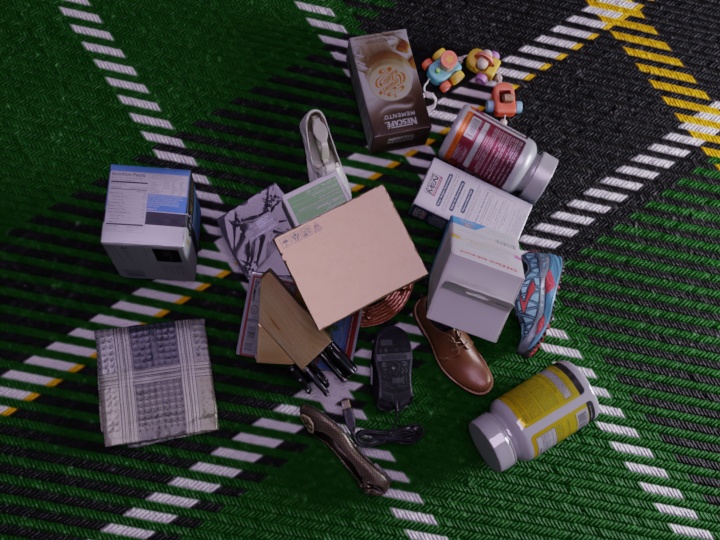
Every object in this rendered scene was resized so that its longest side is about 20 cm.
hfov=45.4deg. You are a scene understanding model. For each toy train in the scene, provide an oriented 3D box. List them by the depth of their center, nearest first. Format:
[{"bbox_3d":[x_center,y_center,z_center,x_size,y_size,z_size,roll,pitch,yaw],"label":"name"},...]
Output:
[{"bbox_3d":[0.211,-0.355,1.624,0.197,0.056,0.152,4,74,-6],"label":"toy train"}]

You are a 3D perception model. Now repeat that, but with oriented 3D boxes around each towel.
[{"bbox_3d":[-0.340,0.187,1.434,0.190,0.035,0.202,-6,74,-11],"label":"towel"}]

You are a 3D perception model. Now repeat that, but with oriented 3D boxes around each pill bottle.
[{"bbox_3d":[0.288,0.246,1.443,0.199,0.114,0.115,-28,80,-13],"label":"pill bottle"},{"bbox_3d":[0.249,-0.208,1.561,0.199,0.110,0.110,29,74,2],"label":"pill bottle"}]

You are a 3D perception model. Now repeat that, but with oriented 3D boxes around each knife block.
[{"bbox_3d":[-0.085,0.103,1.420,0.173,0.064,0.203,3,96,-7],"label":"knife block"}]

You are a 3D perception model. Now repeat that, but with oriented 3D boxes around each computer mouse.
[{"bbox_3d":[0.026,0.200,1.457,0.139,0.046,0.203,-7,85,-21],"label":"computer mouse"}]

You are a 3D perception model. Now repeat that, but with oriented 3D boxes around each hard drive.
[{"bbox_3d":[-0.146,-0.034,1.491,0.134,0.042,0.201,-32,83,-1],"label":"hard drive"}]

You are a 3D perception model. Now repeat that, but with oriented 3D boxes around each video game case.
[{"bbox_3d":[-0.101,0.089,1.458,0.198,0.017,0.145,11,95,-7],"label":"video game case"}]

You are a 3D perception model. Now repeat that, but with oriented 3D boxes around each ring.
[{"bbox_3d":[0.000,0.000,1.524,0.198,0.019,0.203,1,76,-6],"label":"ring"}]

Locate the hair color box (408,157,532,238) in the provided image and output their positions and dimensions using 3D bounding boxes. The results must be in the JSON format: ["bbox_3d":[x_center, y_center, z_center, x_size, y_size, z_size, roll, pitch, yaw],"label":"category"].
[{"bbox_3d":[0.198,-0.110,1.554,0.198,0.061,0.101,26,74,0],"label":"hair color box"}]

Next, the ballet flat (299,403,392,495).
[{"bbox_3d":[-0.031,0.298,1.419,0.200,0.067,0.046,44,71,0],"label":"ballet flat"}]

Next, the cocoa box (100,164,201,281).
[{"bbox_3d":[-0.337,-0.074,1.410,0.132,0.200,0.133,3,74,-5],"label":"cocoa box"}]

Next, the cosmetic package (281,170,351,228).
[{"bbox_3d":[-0.043,-0.046,1.416,0.107,0.085,0.202,-27,85,-8],"label":"cosmetic package"}]

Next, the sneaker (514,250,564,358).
[{"bbox_3d":[0.294,0.058,1.522,0.094,0.080,0.202,16,65,8],"label":"sneaker"}]

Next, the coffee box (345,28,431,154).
[{"bbox_3d":[0.051,-0.329,1.585,0.113,0.080,0.202,-12,77,-9],"label":"coffee box"}]

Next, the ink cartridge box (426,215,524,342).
[{"bbox_3d":[0.187,0.015,1.432,0.127,0.200,0.126,19,115,-1],"label":"ink cartridge box"}]

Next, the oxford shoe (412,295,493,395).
[{"bbox_3d":[0.161,0.129,1.482,0.071,0.071,0.201,-36,83,-16],"label":"oxford shoe"}]

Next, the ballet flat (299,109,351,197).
[{"bbox_3d":[-0.065,-0.198,1.545,0.069,0.069,0.202,-15,78,-10],"label":"ballet flat"}]

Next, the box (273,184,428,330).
[{"bbox_3d":[-0.015,-0.021,1.361,0.198,0.021,0.165,-27,86,-9],"label":"box"}]
